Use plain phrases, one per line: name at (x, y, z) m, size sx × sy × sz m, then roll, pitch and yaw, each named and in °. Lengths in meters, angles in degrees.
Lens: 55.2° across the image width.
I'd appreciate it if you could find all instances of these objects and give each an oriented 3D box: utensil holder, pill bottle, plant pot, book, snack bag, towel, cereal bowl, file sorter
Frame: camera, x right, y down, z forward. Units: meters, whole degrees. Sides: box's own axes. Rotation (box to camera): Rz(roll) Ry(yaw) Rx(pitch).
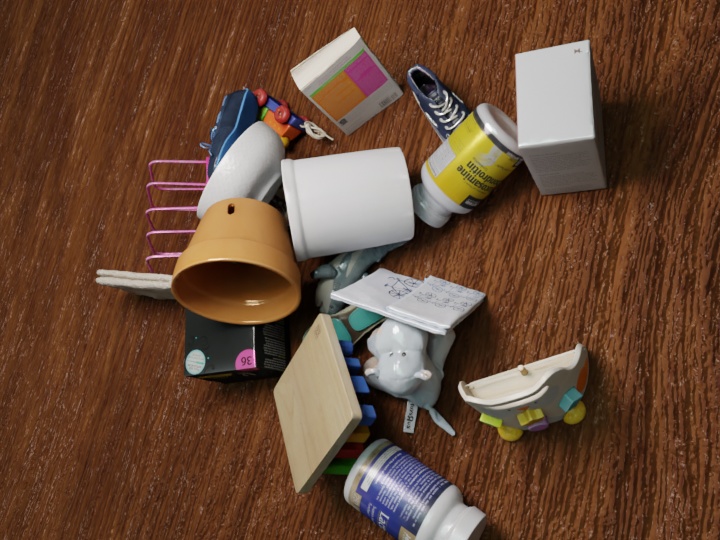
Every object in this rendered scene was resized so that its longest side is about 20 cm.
utensil holder at (-0.021, -0.114, 1.152) m, size 0.199 × 0.170 × 0.171 m, roll -9°, pitch 71°, yaw -2°
pill bottle at (0.170, -0.164, 1.123) m, size 0.200 × 0.112 × 0.112 m, roll -46°, pitch 61°, yaw 30°
plant pot at (-0.191, -0.021, 1.100) m, size 0.199 × 0.200 × 0.141 m, roll -14°, pitch 56°, yaw 21°
book at (-0.016, -0.327, 1.219) m, size 0.133 × 0.200 × 0.048 m, roll -33°, pitch 65°, yaw 13°
snack bag at (0.079, 0.039, 1.091) m, size 0.199 × 0.188 × 0.022 m, roll 17°, pitch 111°, yaw 24°
towel at (-0.400, 0.031, 1.339) m, size 0.199 × 0.132 × 0.035 m, roll 3°, pitch 79°, yaw 26°
cereal bowl at (-0.192, -0.151, 1.193) m, size 0.083 × 0.200 × 0.201 m, roll 35°, pitch 92°, yaw -2°
file sorter at (-0.341, -0.096, 1.317) m, size 0.125 × 0.139 × 0.201 m, roll -1°, pitch 73°, yaw -11°
pill bottle at (0.083, 0.353, 1.041) m, size 0.199 × 0.116 × 0.116 m, roll 28°, pitch 89°, yaw 28°

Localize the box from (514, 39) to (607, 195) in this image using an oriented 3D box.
box at (0.306, -0.222, 1.043) m, size 0.106 × 0.200 × 0.153 m, roll -4°, pitch 74°, yaw 24°

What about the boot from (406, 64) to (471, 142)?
boot at (0.149, -0.268, 1.189) m, size 0.073 × 0.090 × 0.200 m, roll -42°, pitch 63°, yaw 9°

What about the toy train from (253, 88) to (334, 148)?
toy train at (-0.150, -0.255, 1.334) m, size 0.200 × 0.085 × 0.116 m, roll 41°, pitch 105°, yaw 27°

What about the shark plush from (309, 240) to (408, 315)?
shark plush at (0.000, 0.000, 1.224) m, size 0.200 × 0.091 × 0.083 m, roll -34°, pitch 84°, yaw -9°

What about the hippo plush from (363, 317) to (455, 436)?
hippo plush at (0.055, 0.150, 1.081) m, size 0.158 × 0.161 × 0.201 m, roll -2°, pitch 75°, yaw 24°

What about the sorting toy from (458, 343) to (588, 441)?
sorting toy at (0.231, 0.176, 0.983) m, size 0.199 × 0.180 × 0.107 m, roll -22°, pitch 68°, yaw 19°

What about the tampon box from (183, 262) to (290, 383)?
tampon box at (-0.221, 0.092, 1.243) m, size 0.149 × 0.126 × 0.201 m, roll -11°, pitch 72°, yaw 22°

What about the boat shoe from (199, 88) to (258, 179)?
boat shoe at (-0.247, -0.246, 1.293) m, size 0.068 × 0.084 × 0.201 m, roll 4°, pitch 61°, yaw 25°

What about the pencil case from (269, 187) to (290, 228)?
pencil case at (-0.173, -0.105, 1.301) m, size 0.199 × 0.078 × 0.090 m, roll -7°, pitch 72°, yaw 23°

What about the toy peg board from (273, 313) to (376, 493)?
toy peg board at (-0.040, 0.211, 1.090) m, size 0.200 × 0.097 × 0.200 m, roll -58°, pitch 36°, yaw 33°

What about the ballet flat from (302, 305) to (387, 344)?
ballet flat at (-0.011, 0.091, 1.185) m, size 0.199 × 0.062 × 0.068 m, roll -29°, pitch 87°, yaw 26°
